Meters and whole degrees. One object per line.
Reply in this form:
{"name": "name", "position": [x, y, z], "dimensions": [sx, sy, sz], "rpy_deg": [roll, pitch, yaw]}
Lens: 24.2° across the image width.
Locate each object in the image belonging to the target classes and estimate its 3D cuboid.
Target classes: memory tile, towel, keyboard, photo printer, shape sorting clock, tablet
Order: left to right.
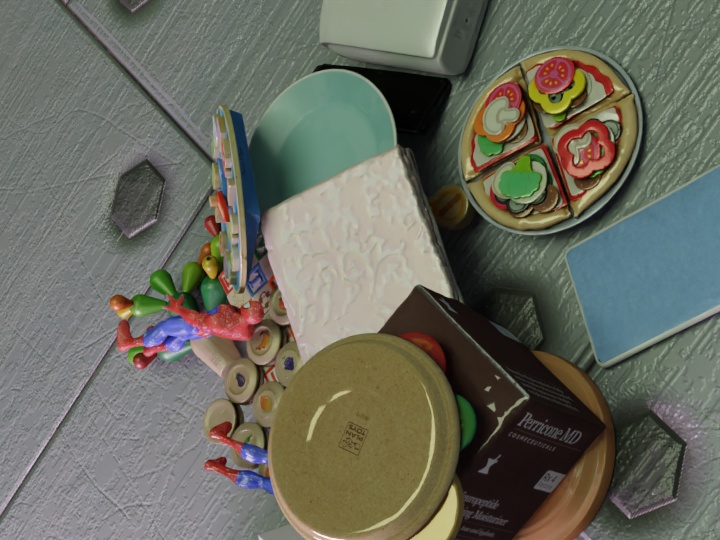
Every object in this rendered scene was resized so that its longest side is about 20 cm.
{"name": "shape sorting clock", "position": [-0.140, -0.075, 1.778], "dimensions": [0.200, 0.039, 0.200], "rpy_deg": [177, 90, -77]}
{"name": "memory tile", "position": [-0.082, 0.119, 1.755], "dimensions": [0.153, 0.017, 0.200], "rpy_deg": [37, 103, 41]}
{"name": "towel", "position": [0.000, 0.000, 1.669], "dimensions": [0.191, 0.032, 0.200], "rpy_deg": [-26, 74, 28]}
{"name": "keyboard", "position": [0.007, -0.171, 1.843], "dimensions": [0.200, 0.040, 0.104], "rpy_deg": [13, 63, 43]}
{"name": "photo printer", "position": [0.045, -0.302, 1.815], "dimensions": [0.200, 0.069, 0.167], "rpy_deg": [16, 88, 42]}
{"name": "tablet", "position": [0.286, -0.005, 1.558], "dimensions": [0.200, 0.014, 0.130], "rpy_deg": [-31, 59, 31]}

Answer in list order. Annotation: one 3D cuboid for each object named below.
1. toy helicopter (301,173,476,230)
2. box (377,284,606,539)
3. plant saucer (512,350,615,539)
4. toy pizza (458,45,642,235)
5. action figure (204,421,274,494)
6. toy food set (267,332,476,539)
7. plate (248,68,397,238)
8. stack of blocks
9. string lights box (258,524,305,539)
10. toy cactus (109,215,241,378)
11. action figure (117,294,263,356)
{"name": "toy helicopter", "position": [0.031, -0.042, 1.748], "dimensions": [0.200, 0.079, 0.133], "rpy_deg": [-11, 70, 33]}
{"name": "box", "position": [0.077, 0.152, 1.532], "dimensions": [0.200, 0.166, 0.164], "rpy_deg": [-51, 55, 11]}
{"name": "plant saucer", "position": [0.150, 0.174, 1.609], "dimensions": [0.200, 0.032, 0.201], "rpy_deg": [-14, 69, 38]}
{"name": "toy pizza", "position": [0.181, -0.132, 1.653], "dimensions": [0.200, 0.032, 0.201], "rpy_deg": [-12, 67, 29]}
{"name": "action figure", "position": [-0.065, 0.212, 1.681], "dimensions": [0.200, 0.052, 0.066], "rpy_deg": [24, 108, 32]}
{"name": "toy food set", "position": [0.007, 0.147, 1.448], "dimensions": [0.200, 0.049, 0.198], "rpy_deg": [3, 78, 34]}
{"name": "plate", "position": [-0.039, -0.111, 1.752], "dimensions": [0.200, 0.026, 0.201], "rpy_deg": [-10, 73, 34]}
{"name": "stack of blocks", "position": [-0.065, 0.049, 1.811], "dimensions": [0.115, 0.059, 0.200], "rpy_deg": [-45, 53, 23]}
{"name": "string lights box", "position": [-0.039, 0.353, 1.622], "dimensions": [0.103, 0.059, 0.200], "rpy_deg": [22, 123, 62]}
{"name": "toy cactus", "position": [-0.193, 0.051, 1.911], "dimensions": [0.200, 0.102, 0.165], "rpy_deg": [-47, 62, 10]}
{"name": "action figure", "position": [-0.176, 0.057, 1.796], "dimensions": [0.200, 0.065, 0.052], "rpy_deg": [-8, 68, 42]}
